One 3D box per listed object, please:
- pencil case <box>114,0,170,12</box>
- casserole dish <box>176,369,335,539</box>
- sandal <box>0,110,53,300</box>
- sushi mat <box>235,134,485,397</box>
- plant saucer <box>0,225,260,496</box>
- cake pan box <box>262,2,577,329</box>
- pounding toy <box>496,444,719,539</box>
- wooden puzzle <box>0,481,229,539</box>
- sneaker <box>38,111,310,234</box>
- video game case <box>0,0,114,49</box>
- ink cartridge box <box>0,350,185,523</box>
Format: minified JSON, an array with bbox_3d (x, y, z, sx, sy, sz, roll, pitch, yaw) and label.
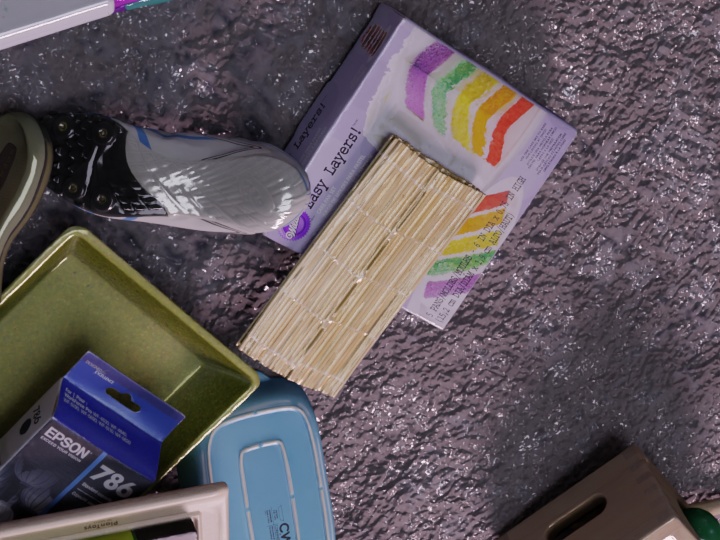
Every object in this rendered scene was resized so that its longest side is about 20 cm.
[{"bbox_3d":[-0.124,-0.210,0.938,0.200,0.093,0.085,-13,163,-15],"label":"pencil case"},{"bbox_3d":[-0.077,0.179,1.136,0.121,0.039,0.200,-12,101,-22],"label":"casserole dish"},{"bbox_3d":[-0.274,-0.018,0.970,0.057,0.080,0.201,14,101,-58],"label":"sandal"},{"bbox_3d":[0.000,0.000,1.074,0.096,0.012,0.200,31,101,-32],"label":"sushi mat"},{"bbox_3d":[-0.211,0.083,1.060,0.200,0.048,0.200,-44,122,5],"label":"plant saucer"},{"bbox_3d":[0.038,-0.072,1.091,0.184,0.052,0.200,30,101,-28],"label":"cake pan box"},{"bbox_3d":[0.256,0.256,1.300,0.200,0.142,0.184,-37,122,10],"label":"pounding toy"},{"bbox_3d":[-0.185,0.249,1.066,0.185,0.037,0.200,-9,126,-17],"label":"wooden puzzle"},{"bbox_3d":[-0.134,-0.066,1.005,0.200,0.072,0.072,11,92,-2],"label":"sneaker"},{"bbox_3d":[-0.270,-0.205,0.855,0.200,0.024,0.182,-20,79,-13],"label":"video game case"},{"bbox_3d":[-0.224,0.157,1.040,0.099,0.039,0.200,38,102,-30],"label":"ink cartridge box"}]
